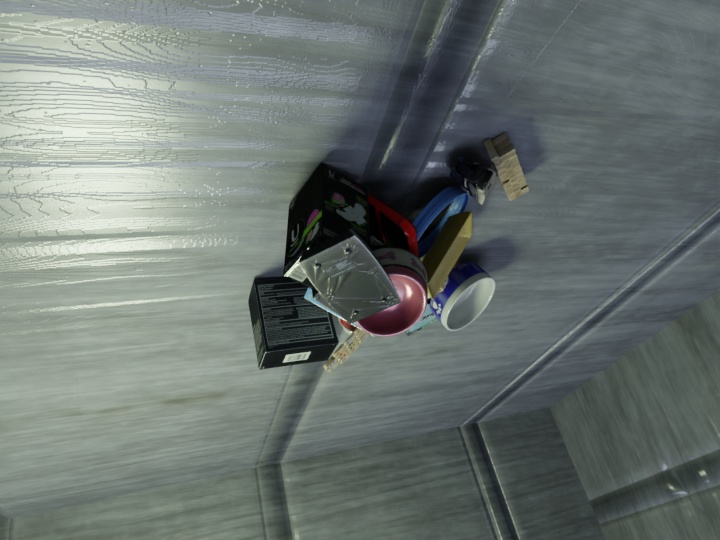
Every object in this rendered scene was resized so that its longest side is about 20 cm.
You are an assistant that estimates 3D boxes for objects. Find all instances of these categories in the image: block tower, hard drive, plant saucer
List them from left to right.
[{"bbox_3d":[-0.017,0.013,1.014,0.132,0.043,0.201,-24,131,16],"label":"hard drive"},{"bbox_3d":[0.202,-0.041,1.299,0.202,0.048,0.200,-58,164,-4],"label":"plant saucer"},{"bbox_3d":[0.340,-0.235,1.230,0.057,0.055,0.199,-28,149,17],"label":"block tower"}]

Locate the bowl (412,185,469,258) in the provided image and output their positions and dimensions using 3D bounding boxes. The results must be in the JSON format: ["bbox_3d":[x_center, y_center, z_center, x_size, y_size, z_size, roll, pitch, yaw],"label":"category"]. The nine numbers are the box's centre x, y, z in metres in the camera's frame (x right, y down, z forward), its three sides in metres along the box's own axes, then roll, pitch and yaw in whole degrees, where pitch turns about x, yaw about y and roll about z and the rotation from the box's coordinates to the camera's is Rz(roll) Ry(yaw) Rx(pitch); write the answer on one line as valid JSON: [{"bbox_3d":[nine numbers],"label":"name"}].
[{"bbox_3d":[0.178,-0.115,1.273,0.200,0.039,0.202,-41,162,-16],"label":"bowl"}]

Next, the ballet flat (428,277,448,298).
[{"bbox_3d":[0.174,0.060,1.528,0.075,0.065,0.200,28,142,-17],"label":"ballet flat"}]

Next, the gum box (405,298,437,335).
[{"bbox_3d":[0.233,0.113,1.701,0.167,0.045,0.202,-23,154,-28],"label":"gum box"}]

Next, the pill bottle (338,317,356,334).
[{"bbox_3d":[-0.012,0.106,1.537,0.109,0.114,0.202,-12,149,-9],"label":"pill bottle"}]

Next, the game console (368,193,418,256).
[{"bbox_3d":[0.061,-0.089,1.223,0.031,0.176,0.201,-41,152,-15],"label":"game console"}]

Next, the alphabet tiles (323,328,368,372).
[{"bbox_3d":[-0.026,0.204,1.492,0.200,0.015,0.196,-46,166,-7],"label":"alphabet tiles"}]

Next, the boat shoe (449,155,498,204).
[{"bbox_3d":[0.258,-0.212,1.223,0.076,0.092,0.200,-58,167,4],"label":"boat shoe"}]

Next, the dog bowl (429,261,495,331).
[{"bbox_3d":[0.303,0.078,1.585,0.197,0.079,0.203,-27,141,-24],"label":"dog bowl"}]

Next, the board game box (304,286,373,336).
[{"bbox_3d":[-0.032,0.077,1.358,0.197,0.152,0.037,29,111,2],"label":"board game box"}]

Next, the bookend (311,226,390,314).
[{"bbox_3d":[-0.024,-0.040,1.230,0.091,0.202,0.199,33,113,-29],"label":"bookend"}]

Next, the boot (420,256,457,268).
[{"bbox_3d":[0.179,-0.023,1.467,0.195,0.074,0.167,-19,149,0],"label":"boot"}]

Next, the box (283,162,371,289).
[{"bbox_3d":[-0.069,-0.084,1.096,0.122,0.204,0.148,24,134,-27],"label":"box"}]

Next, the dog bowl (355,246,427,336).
[{"bbox_3d":[0.057,0.054,1.142,0.194,0.074,0.204,-5,125,-7],"label":"dog bowl"}]

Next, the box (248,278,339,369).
[{"bbox_3d":[-0.181,0.135,1.410,0.195,0.202,0.124,-3,151,-23],"label":"box"}]
